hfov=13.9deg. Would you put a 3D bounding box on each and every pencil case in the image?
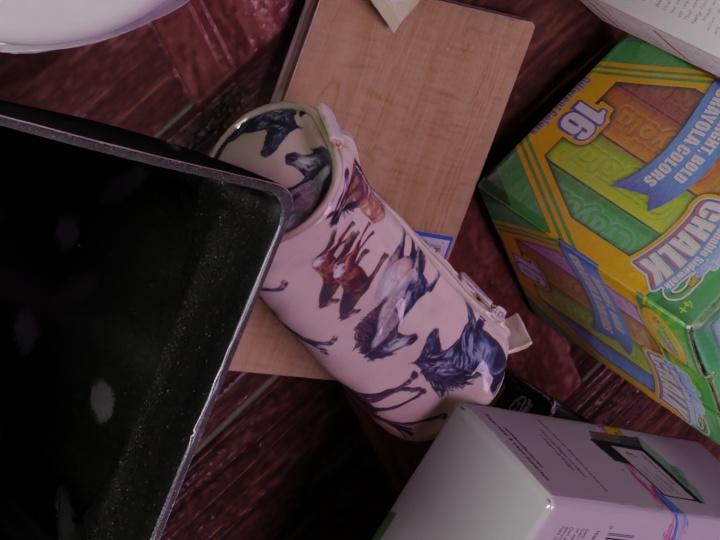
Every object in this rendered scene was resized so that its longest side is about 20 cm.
[{"bbox_3d":[0.000,0.000,1.401,0.089,0.078,0.200,-37,137,4],"label":"pencil case"}]

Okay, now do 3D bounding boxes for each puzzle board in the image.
[{"bbox_3d":[-0.002,-0.041,1.448,0.150,0.017,0.201,7,108,-46],"label":"puzzle board"}]

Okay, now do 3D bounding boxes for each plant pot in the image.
[{"bbox_3d":[-0.182,0.011,1.191,0.199,0.177,0.201,13,103,-46],"label":"plant pot"}]

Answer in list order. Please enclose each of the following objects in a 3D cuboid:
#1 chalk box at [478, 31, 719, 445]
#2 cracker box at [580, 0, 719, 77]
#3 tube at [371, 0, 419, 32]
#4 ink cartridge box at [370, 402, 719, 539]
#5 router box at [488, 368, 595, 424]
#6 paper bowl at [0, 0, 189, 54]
[{"bbox_3d":[0.180,-0.004,1.493,0.124,0.200,0.124,-45,143,-14],"label":"chalk box"},{"bbox_3d":[0.206,-0.156,1.440,0.058,0.200,0.134,32,90,-49],"label":"cracker box"},{"bbox_3d":[0.061,-0.206,1.382,0.058,0.052,0.200,38,83,-23],"label":"tube"},{"bbox_3d":[0.100,0.156,1.493,0.199,0.084,0.145,12,117,-46],"label":"ink cartridge box"},{"bbox_3d":[0.100,0.154,1.619,0.200,0.062,0.150,33,90,-47],"label":"router box"},{"bbox_3d":[-0.125,-0.168,1.137,0.200,0.105,0.201,-8,133,-9],"label":"paper bowl"}]
